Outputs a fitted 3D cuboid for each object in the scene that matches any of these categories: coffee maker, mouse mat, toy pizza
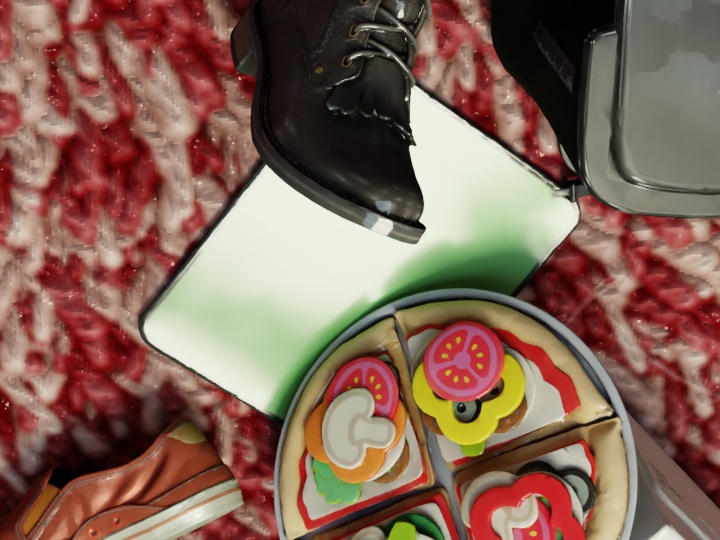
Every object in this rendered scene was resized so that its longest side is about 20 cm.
[{"bbox_3d":[0.140,-0.097,0.803,0.135,0.200,0.192,-22,116,3],"label":"coffee maker"},{"bbox_3d":[0.000,0.000,0.941,0.161,0.008,0.200,33,106,-22],"label":"mouse mat"},{"bbox_3d":[0.041,0.106,0.904,0.200,0.200,0.032,-41,156,12],"label":"toy pizza"}]

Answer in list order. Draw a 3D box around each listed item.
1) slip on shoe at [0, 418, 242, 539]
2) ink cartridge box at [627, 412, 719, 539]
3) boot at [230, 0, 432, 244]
[{"bbox_3d":[-0.161,0.138,0.959,0.200,0.074,0.061,-25,82,11],"label":"slip on shoe"},{"bbox_3d":[0.117,0.201,0.978,0.200,0.145,0.147,-40,115,12],"label":"ink cartridge box"},{"bbox_3d":[0.019,-0.127,0.783,0.069,0.200,0.174,19,120,-37],"label":"boot"}]
